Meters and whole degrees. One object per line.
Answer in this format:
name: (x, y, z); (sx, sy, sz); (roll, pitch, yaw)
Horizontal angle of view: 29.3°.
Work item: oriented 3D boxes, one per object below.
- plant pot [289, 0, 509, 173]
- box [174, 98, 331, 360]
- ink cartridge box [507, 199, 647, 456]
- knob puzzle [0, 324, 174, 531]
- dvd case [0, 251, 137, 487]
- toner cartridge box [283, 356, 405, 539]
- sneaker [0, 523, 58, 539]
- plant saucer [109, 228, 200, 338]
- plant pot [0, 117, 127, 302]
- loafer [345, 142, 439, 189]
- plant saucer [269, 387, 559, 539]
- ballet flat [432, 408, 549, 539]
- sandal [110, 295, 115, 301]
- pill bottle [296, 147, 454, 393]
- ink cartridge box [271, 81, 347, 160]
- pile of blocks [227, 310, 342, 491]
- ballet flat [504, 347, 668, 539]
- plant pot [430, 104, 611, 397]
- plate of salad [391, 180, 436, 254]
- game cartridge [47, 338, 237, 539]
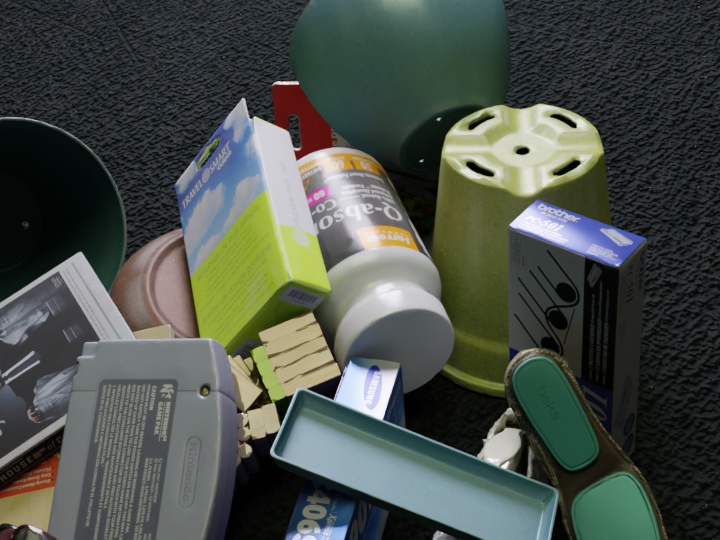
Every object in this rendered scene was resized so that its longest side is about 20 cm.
plant pot: (0.052, -0.167, 1.213); (0.198, 0.201, 0.136); (-16, 61, -13)
box: (-0.094, -0.028, 1.128); (0.047, 0.122, 0.202); (18, 41, -35)
ink cartridge box: (0.159, 0.054, 1.025); (0.093, 0.202, 0.044); (23, 44, 32)
knob puzzle: (-0.225, 0.148, 1.078); (0.217, 0.031, 0.222); (-9, 51, 11)
dvd case: (-0.276, 0.089, 1.102); (0.199, 0.025, 0.151); (-33, 53, -9)
toner cartridge box: (-0.009, 0.164, 0.990); (0.043, 0.096, 0.201); (6, 39, 12)
sneaker: (-0.262, 0.231, 0.920); (0.197, 0.076, 0.117); (-5, 66, -15)
plant saucer: (-0.117, 0.026, 1.182); (0.197, 0.037, 0.202); (7, 47, -8)
plant pot: (-0.323, -0.037, 1.236); (0.198, 0.203, 0.134); (-21, 15, -20)
loafer: (0.082, -0.109, 1.337); (0.197, 0.064, 0.072); (16, 12, 11)
plant saucer: (0.037, 0.143, 0.940); (0.198, 0.019, 0.070); (21, 40, 2)
ballet flat: (0.088, 0.175, 0.990); (0.071, 0.072, 0.201); (9, 40, 18)
sandal: (-0.205, 0.060, 1.187); (0.197, 0.045, 0.076); (10, 52, -11)
pill bottle: (0.000, 0.000, 1.130); (0.115, 0.117, 0.201); (-14, 44, -12)
ink cartridge box: (0.014, -0.159, 1.392); (0.197, 0.117, 0.068); (-2, 35, 3)
pile of blocks: (-0.093, 0.121, 1.050); (0.082, 0.062, 0.200); (38, 74, 18)
ballet flat: (0.166, 0.148, 0.989); (0.067, 0.075, 0.202); (-28, 76, 5)
plant pot: (0.135, -0.029, 1.151); (0.197, 0.186, 0.202); (-4, 37, 3)
plate of salad: (-0.015, -0.047, 1.307); (0.197, 0.049, 0.201); (-3, 38, 2)
game cartridge: (-0.155, 0.149, 0.990); (0.131, 0.042, 0.203); (0, 69, 15)
